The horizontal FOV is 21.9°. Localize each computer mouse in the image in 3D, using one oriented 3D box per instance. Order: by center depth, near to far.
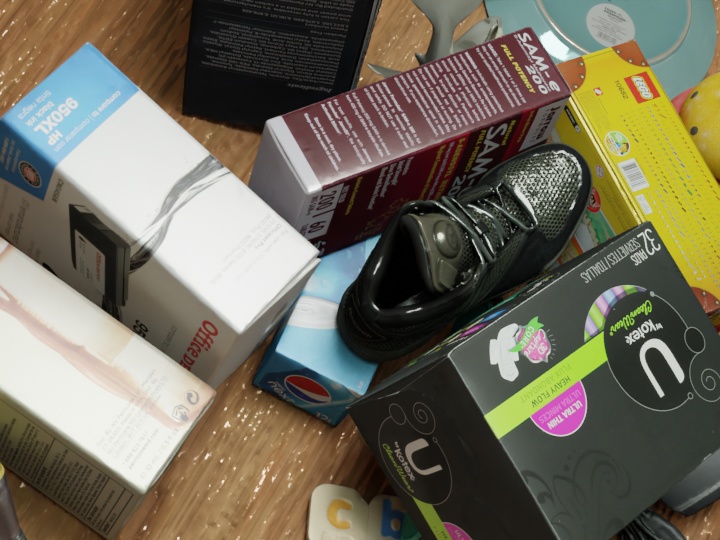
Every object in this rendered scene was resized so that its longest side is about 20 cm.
[{"bbox_3d":[0.245,0.119,1.303,0.200,0.053,0.139,-36,81,-29],"label":"computer mouse"}]

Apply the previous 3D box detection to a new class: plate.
[{"bbox_3d":[0.192,-0.214,1.454,0.200,0.026,0.201,8,64,-16],"label":"plate"}]

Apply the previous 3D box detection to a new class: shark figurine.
[{"bbox_3d":[0.045,-0.148,1.312,0.089,0.214,0.128,18,88,13],"label":"shark figurine"}]

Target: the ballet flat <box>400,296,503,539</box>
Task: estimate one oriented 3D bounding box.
[{"bbox_3d":[0.083,0.111,1.245,0.072,0.068,0.200,28,54,-20],"label":"ballet flat"}]

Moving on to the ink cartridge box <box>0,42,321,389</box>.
[{"bbox_3d":[-0.138,-0.024,1.186,0.200,0.145,0.084,42,62,4],"label":"ink cartridge box"}]

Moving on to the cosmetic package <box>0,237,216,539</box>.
[{"bbox_3d":[-0.201,0.065,1.150,0.200,0.103,0.087,36,59,-2],"label":"cosmetic package"}]

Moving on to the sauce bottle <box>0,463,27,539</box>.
[{"bbox_3d":[-0.248,0.117,1.097,0.066,0.066,0.200,-43,113,-29],"label":"sauce bottle"}]

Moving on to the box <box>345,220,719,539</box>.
[{"bbox_3d":[0.122,0.087,1.167,0.200,0.124,0.149,-32,90,-37],"label":"box"}]

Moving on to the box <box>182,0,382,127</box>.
[{"bbox_3d":[-0.047,-0.230,1.275,0.124,0.197,0.200,8,63,-4],"label":"box"}]

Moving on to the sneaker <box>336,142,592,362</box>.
[{"bbox_3d":[0.076,-0.021,1.181,0.199,0.114,0.076,-33,82,-15],"label":"sneaker"}]

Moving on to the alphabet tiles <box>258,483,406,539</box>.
[{"bbox_3d":[0.016,0.236,1.188,0.200,0.015,0.196,13,57,-13],"label":"alphabet tiles"}]

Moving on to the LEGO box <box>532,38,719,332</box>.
[{"bbox_3d":[0.177,-0.033,1.294,0.077,0.149,0.200,-19,74,-28],"label":"LEGO box"}]

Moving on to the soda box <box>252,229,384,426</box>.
[{"bbox_3d":[0.000,0.000,1.269,0.068,0.064,0.200,27,60,-5],"label":"soda box"}]

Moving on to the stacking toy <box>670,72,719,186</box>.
[{"bbox_3d":[0.265,-0.098,1.320,0.146,0.200,0.146,4,63,-7],"label":"stacking toy"}]

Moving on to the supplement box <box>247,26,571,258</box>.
[{"bbox_3d":[0.029,-0.079,1.215,0.200,0.109,0.061,-23,70,-22],"label":"supplement box"}]
